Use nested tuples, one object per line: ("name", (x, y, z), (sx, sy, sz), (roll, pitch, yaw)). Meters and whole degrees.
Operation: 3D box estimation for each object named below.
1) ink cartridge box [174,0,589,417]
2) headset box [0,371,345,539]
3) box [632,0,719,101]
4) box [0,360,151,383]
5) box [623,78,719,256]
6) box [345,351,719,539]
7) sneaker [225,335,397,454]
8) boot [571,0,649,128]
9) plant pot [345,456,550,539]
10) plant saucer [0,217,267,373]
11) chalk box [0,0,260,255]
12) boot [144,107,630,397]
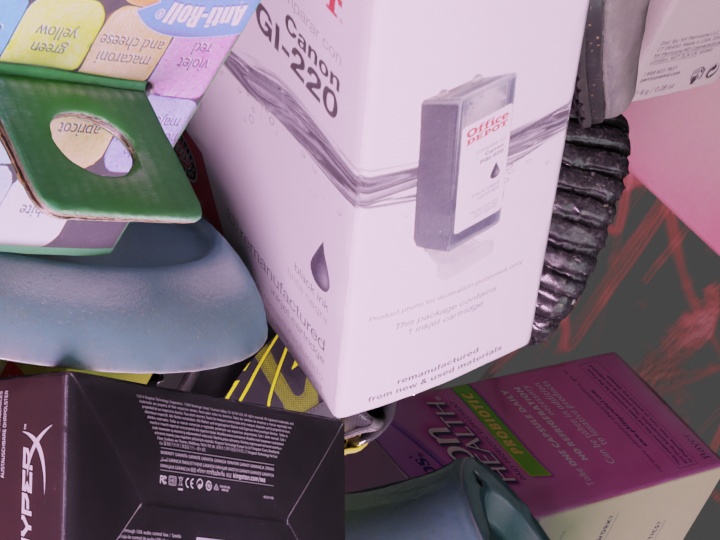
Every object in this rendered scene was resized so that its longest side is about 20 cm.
("ink cartridge box", (-0.003, -0.074, 0.799), (0.085, 0.146, 0.200), (-21, 143, -23))
("headset box", (-0.126, 0.084, 0.814), (0.199, 0.075, 0.148), (-7, 167, 33))
("box", (0.134, -0.166, 0.947), (0.068, 0.082, 0.200), (-14, 143, -42))
("box", (-0.124, 0.034, 0.961), (0.050, 0.075, 0.200), (2, 128, -49))
("box", (0.223, -0.047, 1.133), (0.109, 0.200, 0.128), (12, 119, -54))
("box", (0.061, 0.151, 1.289), (0.199, 0.097, 0.176), (-11, 136, -43))
("sneaker", (-0.037, 0.057, 1.076), (0.200, 0.085, 0.074), (-52, 147, 13))
("boot", (0.128, -0.138, 0.868), (0.130, 0.068, 0.201), (-10, 134, -7))
("plant pot", (0.004, 0.183, 1.094), (0.188, 0.201, 0.200), (-33, 151, 12))
("plant saucer", (-0.123, -0.015, 0.798), (0.200, 0.200, 0.028), (-1, 110, -48))
("chalk box", (-0.113, -0.087, 0.705), (0.125, 0.200, 0.124), (3, 126, -51))
("boot", (0.001, 0.001, 1.001), (0.157, 0.080, 0.211), (22, 113, -29))
